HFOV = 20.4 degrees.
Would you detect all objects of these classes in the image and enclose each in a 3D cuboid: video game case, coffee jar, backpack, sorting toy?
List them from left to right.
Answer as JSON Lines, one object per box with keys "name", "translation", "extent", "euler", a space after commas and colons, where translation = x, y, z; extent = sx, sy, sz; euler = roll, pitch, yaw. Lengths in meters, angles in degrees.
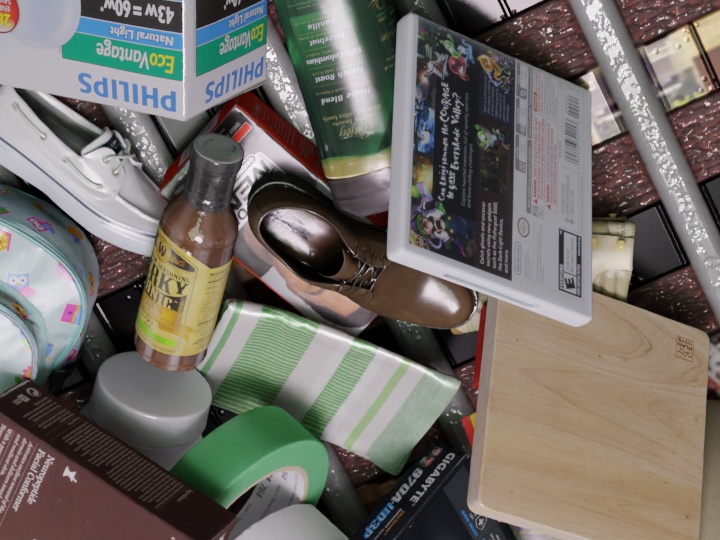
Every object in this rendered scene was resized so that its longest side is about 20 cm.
{"name": "backpack", "translation": [-0.306, 0.037, 1.603], "extent": [0.175, 0.153, 0.201], "euler": [29, 103, -3]}
{"name": "coffee jar", "translation": [-0.003, -0.147, 1.528], "extent": [0.085, 0.104, 0.201], "euler": [-13, 105, 14]}
{"name": "video game case", "translation": [0.100, -0.075, 1.495], "extent": [0.181, 0.201, 0.023], "euler": [20, 150, -31]}
{"name": "sorting toy", "translation": [0.168, 0.122, 1.561], "extent": [0.199, 0.200, 0.070], "euler": [19, 153, -23]}

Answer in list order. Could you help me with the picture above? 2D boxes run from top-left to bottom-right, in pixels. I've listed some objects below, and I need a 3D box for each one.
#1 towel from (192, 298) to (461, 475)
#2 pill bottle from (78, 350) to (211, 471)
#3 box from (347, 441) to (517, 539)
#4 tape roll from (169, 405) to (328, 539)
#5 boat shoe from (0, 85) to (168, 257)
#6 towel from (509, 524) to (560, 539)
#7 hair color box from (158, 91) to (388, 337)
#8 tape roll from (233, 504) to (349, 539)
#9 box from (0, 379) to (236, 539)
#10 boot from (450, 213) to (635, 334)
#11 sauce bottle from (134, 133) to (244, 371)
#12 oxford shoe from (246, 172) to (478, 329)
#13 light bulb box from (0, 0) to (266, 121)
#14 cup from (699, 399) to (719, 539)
{"name": "towel", "translation": [-0.035, 0.095, 1.642], "extent": [0.199, 0.024, 0.153], "euler": [22, 142, -7]}
{"name": "pill bottle", "translation": [-0.194, 0.175, 1.659], "extent": [0.113, 0.114, 0.201], "euler": [16, 118, -4]}
{"name": "box", "translation": [0.064, 0.266, 1.654], "extent": [0.159, 0.046, 0.201], "euler": [-46, 127, -24]}
{"name": "tape roll", "translation": [-0.111, 0.204, 1.628], "extent": [0.048, 0.200, 0.201], "euler": [39, 112, 23]}
{"name": "boat shoe", "translation": [-0.212, -0.082, 1.585], "extent": [0.199, 0.074, 0.067], "euler": [29, 119, -8]}
{"name": "towel", "translation": [0.186, 0.151, 1.691], "extent": [0.142, 0.023, 0.201], "euler": [4, 112, 2]}
{"name": "hair color box", "translation": [-0.053, -0.042, 1.604], "extent": [0.200, 0.061, 0.102], "euler": [39, 108, -13]}
{"name": "tape roll", "translation": [-0.081, 0.294, 1.664], "extent": [0.071, 0.202, 0.203], "euler": [39, 112, 23]}
{"name": "box", "translation": [-0.205, 0.182, 1.508], "extent": [0.199, 0.075, 0.101], "euler": [31, 111, 10]}
{"name": "boot", "translation": [0.140, -0.042, 1.585], "extent": [0.154, 0.073, 0.201], "euler": [-2, 118, 5]}
{"name": "sauce bottle", "translation": [-0.131, -0.015, 1.553], "extent": [0.064, 0.065, 0.201], "euler": [14, 124, -3]}
{"name": "oxford shoe", "translation": [0.000, 0.000, 1.542], "extent": [0.199, 0.085, 0.073], "euler": [24, 108, -9]}
{"name": "light bulb box", "translation": [-0.178, -0.232, 1.465], "extent": [0.197, 0.125, 0.202], "euler": [12, 114, 25]}
{"name": "cup", "translation": [0.290, 0.227, 1.637], "extent": [0.199, 0.143, 0.202], "euler": [-3, 113, -6]}
